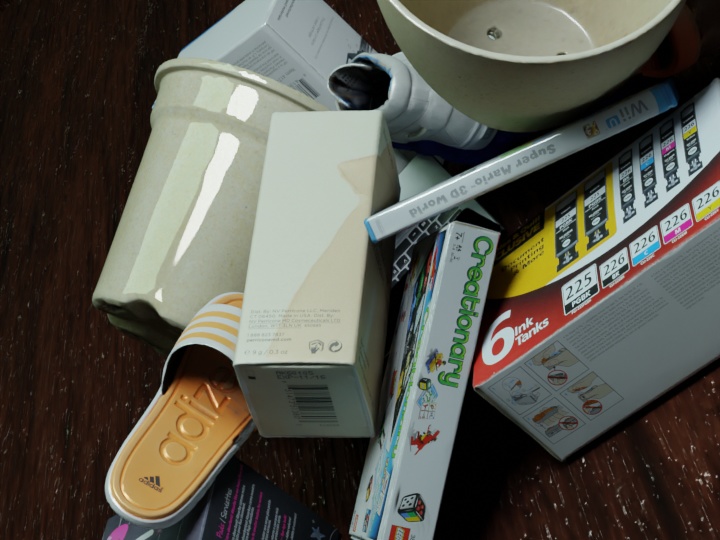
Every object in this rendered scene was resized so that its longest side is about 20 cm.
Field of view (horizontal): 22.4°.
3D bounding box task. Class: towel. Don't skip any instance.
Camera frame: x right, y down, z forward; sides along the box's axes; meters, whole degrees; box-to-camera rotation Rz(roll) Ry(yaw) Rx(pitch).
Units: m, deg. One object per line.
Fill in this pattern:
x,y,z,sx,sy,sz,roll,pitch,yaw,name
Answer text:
0.109,-0.134,1.363,0.148,0.050,0.200,-33,22,-17,towel

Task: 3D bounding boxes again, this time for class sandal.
-0.095,0.081,1.182,0.059,0.079,0.207,-61,1,46,sandal

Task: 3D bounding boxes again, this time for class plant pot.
-0.100,-0.026,1.345,0.200,0.200,0.184,-2,59,60,plant pot

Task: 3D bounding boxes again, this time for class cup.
0.101,-0.167,1.115,0.143,0.200,0.200,87,-153,-60,cup

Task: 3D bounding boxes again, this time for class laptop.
0.000,0.000,1.325,0.187,0.116,0.200,-47,42,7,laptop

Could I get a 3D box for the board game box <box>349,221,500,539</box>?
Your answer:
0.038,0.075,1.128,0.126,0.035,0.200,152,132,-81,board game box

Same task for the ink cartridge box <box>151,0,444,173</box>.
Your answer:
-0.045,-0.125,1.492,0.146,0.200,0.086,-30,29,38,ink cartridge box

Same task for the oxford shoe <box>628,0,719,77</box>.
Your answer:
0.196,-0.169,1.225,0.073,0.071,0.200,-24,19,-13,oxford shoe

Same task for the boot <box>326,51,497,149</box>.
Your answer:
0.018,-0.132,1.306,0.200,0.095,0.074,17,93,65,boot

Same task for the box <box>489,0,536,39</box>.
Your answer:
0.095,-0.197,1.300,0.060,0.117,0.200,-22,18,-11,box

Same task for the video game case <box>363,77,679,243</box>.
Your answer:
0.106,-0.071,1.147,0.200,0.018,0.143,-25,2,13,video game case

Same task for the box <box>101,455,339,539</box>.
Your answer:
-0.110,0.240,1.182,0.132,0.115,0.200,-34,28,33,box

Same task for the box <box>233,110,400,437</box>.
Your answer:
-0.025,0.000,1.173,0.078,0.095,0.200,-1,56,11,box

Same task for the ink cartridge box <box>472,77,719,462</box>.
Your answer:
0.167,-0.012,1.098,0.200,0.084,0.176,-38,25,27,ink cartridge box
